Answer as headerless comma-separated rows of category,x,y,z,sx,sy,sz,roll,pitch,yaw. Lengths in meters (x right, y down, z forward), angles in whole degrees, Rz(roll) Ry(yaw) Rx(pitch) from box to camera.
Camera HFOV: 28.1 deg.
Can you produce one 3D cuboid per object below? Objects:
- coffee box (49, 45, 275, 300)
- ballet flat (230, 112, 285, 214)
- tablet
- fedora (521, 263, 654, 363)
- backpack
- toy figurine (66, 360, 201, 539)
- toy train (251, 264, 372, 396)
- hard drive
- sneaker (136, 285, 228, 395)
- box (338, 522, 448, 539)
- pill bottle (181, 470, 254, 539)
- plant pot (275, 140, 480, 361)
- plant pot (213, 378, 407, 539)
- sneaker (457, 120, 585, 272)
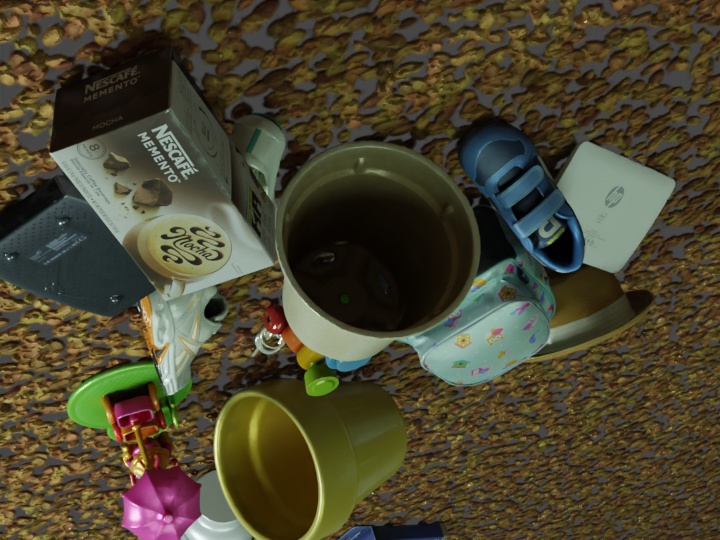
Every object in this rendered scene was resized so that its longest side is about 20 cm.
coffee box,-0.163,-0.078,1.216,0.112,0.080,0.201,-17,136,14
ballet flat,-0.111,-0.064,1.347,0.069,0.070,0.201,-10,149,-17
tablet,0.267,-0.067,1.600,0.199,0.014,0.131,14,112,-47
fedora,0.247,0.040,1.716,0.199,0.082,0.201,-21,-171,3
backpack,0.128,0.037,1.603,0.175,0.154,0.200,-34,156,15
toy figurine,-0.244,0.232,1.662,0.149,0.185,0.201,-15,152,-9
toy train,-0.058,0.091,1.606,0.084,0.116,0.200,2,144,-35
hard drive,-0.258,-0.022,1.358,0.134,0.043,0.200,-31,150,20
sneaker,-0.182,0.066,1.533,0.091,0.076,0.201,-18,153,-13
box,0.037,0.465,2.413,0.199,0.033,0.121,7,142,-39
pill bottle,-0.198,0.350,1.973,0.111,0.113,0.201,-10,150,-17
plant pot,0.000,0.000,1.437,0.199,0.202,0.184,-11,162,-16
plant pot,-0.050,0.222,1.780,0.188,0.202,0.201,-14,156,-44
sneaker,0.172,-0.073,1.465,0.074,0.082,0.200,-38,127,9
